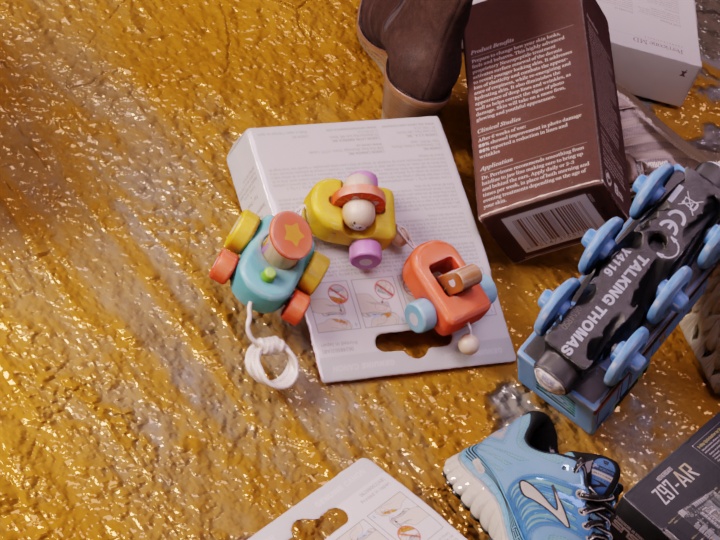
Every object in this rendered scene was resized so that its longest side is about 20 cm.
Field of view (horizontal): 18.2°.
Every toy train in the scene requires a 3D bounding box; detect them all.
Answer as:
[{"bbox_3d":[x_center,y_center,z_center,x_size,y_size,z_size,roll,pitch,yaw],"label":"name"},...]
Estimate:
[{"bbox_3d":[0.000,0.000,1.520,0.199,0.056,0.151,-17,70,-33],"label":"toy train"},{"bbox_3d":[0.186,0.013,1.537,0.087,0.114,0.200,36,74,15],"label":"toy train"}]

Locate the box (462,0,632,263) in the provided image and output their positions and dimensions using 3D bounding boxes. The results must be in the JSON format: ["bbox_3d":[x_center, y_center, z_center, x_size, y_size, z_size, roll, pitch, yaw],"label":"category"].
[{"bbox_3d":[0.136,-0.114,1.664,0.100,0.075,0.201,-16,56,20],"label":"box"}]

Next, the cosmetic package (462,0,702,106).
[{"bbox_3d":[0.177,-0.223,1.860,0.199,0.052,0.151,14,41,-10],"label":"cosmetic package"}]

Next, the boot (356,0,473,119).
[{"bbox_3d":[0.054,-0.211,1.709,0.072,0.167,0.201,11,44,-13],"label":"boot"}]

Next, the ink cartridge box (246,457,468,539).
[{"bbox_3d":[0.021,0.221,1.358,0.200,0.050,0.162,37,44,22],"label":"ink cartridge box"}]

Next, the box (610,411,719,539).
[{"bbox_3d":[0.281,0.169,1.516,0.160,0.044,0.200,40,45,17],"label":"box"}]

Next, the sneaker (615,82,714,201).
[{"bbox_3d":[0.195,-0.085,1.714,0.200,0.071,0.076,33,47,15],"label":"sneaker"}]

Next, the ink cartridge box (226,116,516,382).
[{"bbox_3d":[0.008,-0.011,1.595,0.159,0.047,0.201,-5,66,-28],"label":"ink cartridge box"}]

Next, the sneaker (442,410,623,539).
[{"bbox_3d":[0.128,0.153,1.390,0.078,0.090,0.200,42,6,-43],"label":"sneaker"}]

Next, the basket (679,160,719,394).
[{"bbox_3d":[0.337,0.007,1.638,0.199,0.136,0.124,-1,50,-22],"label":"basket"}]
